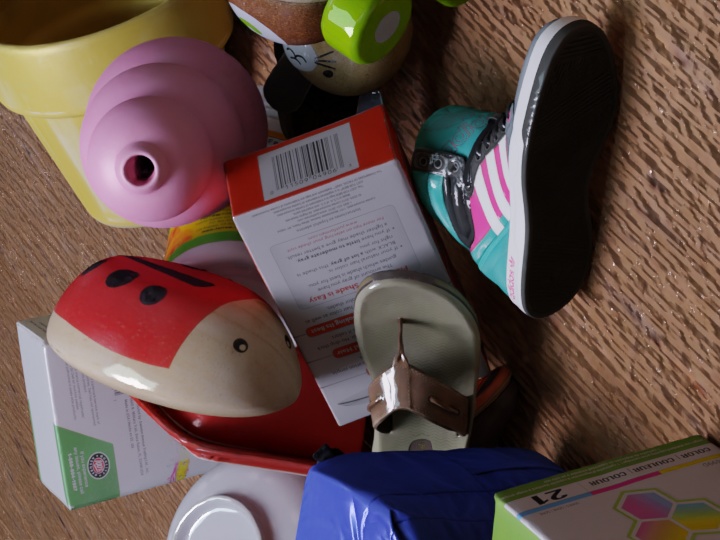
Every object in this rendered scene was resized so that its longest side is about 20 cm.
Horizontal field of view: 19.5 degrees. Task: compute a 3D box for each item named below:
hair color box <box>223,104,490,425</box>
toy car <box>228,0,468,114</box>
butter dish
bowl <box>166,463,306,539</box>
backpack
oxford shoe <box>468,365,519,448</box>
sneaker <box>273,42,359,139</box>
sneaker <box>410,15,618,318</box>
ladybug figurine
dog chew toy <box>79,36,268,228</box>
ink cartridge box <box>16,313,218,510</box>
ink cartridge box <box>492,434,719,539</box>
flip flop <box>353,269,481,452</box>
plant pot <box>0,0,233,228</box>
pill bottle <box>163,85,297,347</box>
[{"bbox_3d":[0.000,0.000,1.351,0.064,0.111,0.200,-102,-10,-50],"label":"hair color box"},{"bbox_3d":[-0.023,-0.157,1.352,0.164,0.158,0.200,36,143,25],"label":"toy car"},{"bbox_3d":[-0.075,0.060,1.589,0.200,0.199,0.148,35,109,54],"label":"butter dish"},{"bbox_3d":[-0.087,0.227,1.646,0.201,0.090,0.202,-9,74,35],"label":"bowl"},{"bbox_3d":[0.074,0.204,1.292,0.168,0.200,0.163,33,117,46],"label":"backpack"},{"bbox_3d":[0.075,0.143,1.441,0.072,0.071,0.200,33,134,8],"label":"oxford shoe"},{"bbox_3d":[-0.038,-0.192,1.474,0.114,0.076,0.200,38,132,55],"label":"sneaker"},{"bbox_3d":[0.089,-0.081,1.266,0.121,0.084,0.200,39,138,38],"label":"sneaker"},{"bbox_3d":[-0.122,0.038,1.364,0.200,0.136,0.072,18,105,36],"label":"ladybug figurine"},{"bbox_3d":[-0.127,-0.084,1.365,0.200,0.124,0.125,-75,-22,-77],"label":"dog chew toy"},{"bbox_3d":[-0.171,0.097,1.738,0.087,0.200,0.146,24,125,63],"label":"ink cartridge box"},{"bbox_3d":[0.184,0.178,1.119,0.200,0.148,0.076,37,133,52],"label":"ink cartridge box"},{"bbox_3d":[0.034,0.088,1.336,0.058,0.081,0.200,-78,-10,-58],"label":"flip flop"},{"bbox_3d":[-0.187,-0.147,1.682,0.201,0.201,0.189,37,150,53],"label":"plant pot"},{"bbox_3d":[-0.079,-0.040,1.514,0.200,0.111,0.111,-84,6,-46],"label":"pill bottle"}]
